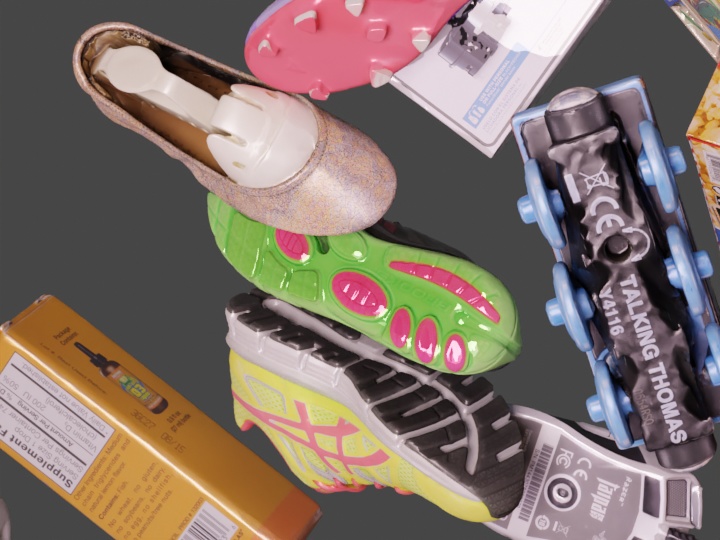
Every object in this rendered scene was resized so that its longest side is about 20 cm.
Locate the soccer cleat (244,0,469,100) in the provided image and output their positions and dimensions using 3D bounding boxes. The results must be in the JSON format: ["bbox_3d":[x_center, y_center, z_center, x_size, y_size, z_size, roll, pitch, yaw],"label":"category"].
[{"bbox_3d":[0.024,-0.151,1.196,0.067,0.077,0.200,36,131,-28],"label":"soccer cleat"}]

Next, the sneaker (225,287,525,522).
[{"bbox_3d":[0.006,0.086,1.303,0.200,0.078,0.091,33,124,36],"label":"sneaker"}]

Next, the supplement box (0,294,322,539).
[{"bbox_3d":[-0.122,0.103,1.361,0.200,0.067,0.069,40,114,3],"label":"supplement box"}]

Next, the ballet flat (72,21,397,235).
[{"bbox_3d":[-0.072,-0.075,1.262,0.199,0.067,0.068,24,80,30],"label":"ballet flat"}]

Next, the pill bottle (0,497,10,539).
[{"bbox_3d":[-0.309,0.149,1.401,0.199,0.111,0.112,18,108,11],"label":"pill bottle"}]

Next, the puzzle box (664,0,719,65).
[{"bbox_3d":[0.148,-0.155,1.147,0.025,0.200,0.133,-40,91,1],"label":"puzzle box"}]

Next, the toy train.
[{"bbox_3d":[0.134,-0.001,1.230,0.086,0.114,0.201,-18,103,9],"label":"toy train"}]

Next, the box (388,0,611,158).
[{"bbox_3d":[0.023,-0.163,1.252,0.200,0.060,0.117,38,111,3],"label":"box"}]

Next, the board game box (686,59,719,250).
[{"bbox_3d":[0.255,-0.015,1.114,0.199,0.152,0.046,18,70,23],"label":"board game box"}]

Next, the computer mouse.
[{"bbox_3d":[0.142,0.122,1.298,0.199,0.044,0.110,23,105,15],"label":"computer mouse"}]

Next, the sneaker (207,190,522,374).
[{"bbox_3d":[0.000,0.000,1.292,0.200,0.084,0.077,36,89,23],"label":"sneaker"}]
